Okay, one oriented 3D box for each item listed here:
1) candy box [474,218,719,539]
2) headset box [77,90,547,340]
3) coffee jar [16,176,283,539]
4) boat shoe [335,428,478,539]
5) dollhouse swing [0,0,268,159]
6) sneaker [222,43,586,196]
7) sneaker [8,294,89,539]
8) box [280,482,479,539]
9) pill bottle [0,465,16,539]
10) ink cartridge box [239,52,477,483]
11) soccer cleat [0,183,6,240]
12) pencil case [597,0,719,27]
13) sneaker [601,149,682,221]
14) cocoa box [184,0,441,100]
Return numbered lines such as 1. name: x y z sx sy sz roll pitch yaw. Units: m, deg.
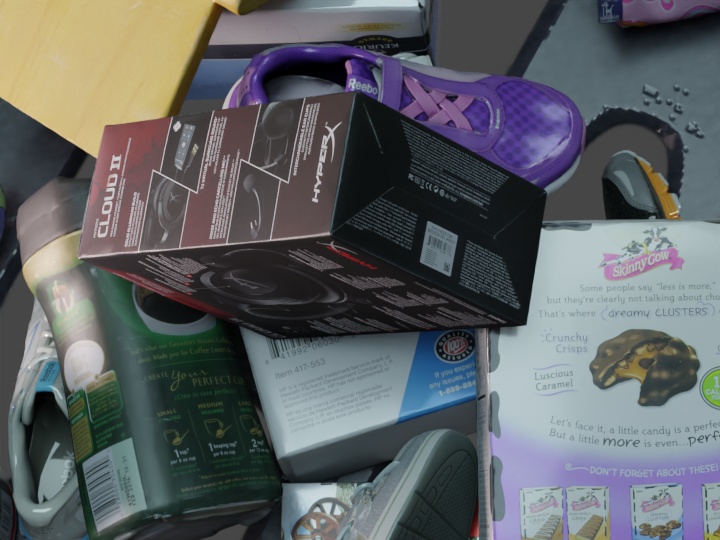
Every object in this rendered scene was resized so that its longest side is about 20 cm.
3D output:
1. candy box: 0.145 0.075 1.321 0.167 0.072 0.201 -1 84 -3
2. headset box: -0.032 -0.022 1.277 0.199 0.149 0.078 -3 70 44
3. coffee jar: -0.116 0.045 1.368 0.104 0.085 0.201 -3 71 -40
4. boat shoe: -0.005 0.170 1.340 0.065 0.074 0.203 23 84 36
5. dollhouse swing: -0.117 -0.189 1.381 0.200 0.176 0.182 31 37 15
6. sneaker: 0.021 -0.081 1.356 0.199 0.089 0.081 6 72 4
7. sneaker: -0.159 0.058 1.422 0.075 0.087 0.201 0 72 9
8. box: 0.023 0.215 1.379 0.136 0.038 0.201 -1 73 6
9. pill bottle: -0.259 0.117 1.354 0.113 0.200 0.114 -2 73 6
10. ink cartridge box: 0.000 0.000 1.422 0.146 0.086 0.201 -17 71 0
11. soccer cleat: -0.300 -0.040 1.443 0.199 0.065 0.084 1 109 -19
12. pencil case: 0.226 -0.198 1.458 0.199 0.087 0.088 -11 72 2
13. sneaker: 0.155 0.031 1.403 0.077 0.078 0.201 -12 73 8
14. cocoa box: -0.055 -0.180 1.457 0.199 0.131 0.134 -1 73 7
